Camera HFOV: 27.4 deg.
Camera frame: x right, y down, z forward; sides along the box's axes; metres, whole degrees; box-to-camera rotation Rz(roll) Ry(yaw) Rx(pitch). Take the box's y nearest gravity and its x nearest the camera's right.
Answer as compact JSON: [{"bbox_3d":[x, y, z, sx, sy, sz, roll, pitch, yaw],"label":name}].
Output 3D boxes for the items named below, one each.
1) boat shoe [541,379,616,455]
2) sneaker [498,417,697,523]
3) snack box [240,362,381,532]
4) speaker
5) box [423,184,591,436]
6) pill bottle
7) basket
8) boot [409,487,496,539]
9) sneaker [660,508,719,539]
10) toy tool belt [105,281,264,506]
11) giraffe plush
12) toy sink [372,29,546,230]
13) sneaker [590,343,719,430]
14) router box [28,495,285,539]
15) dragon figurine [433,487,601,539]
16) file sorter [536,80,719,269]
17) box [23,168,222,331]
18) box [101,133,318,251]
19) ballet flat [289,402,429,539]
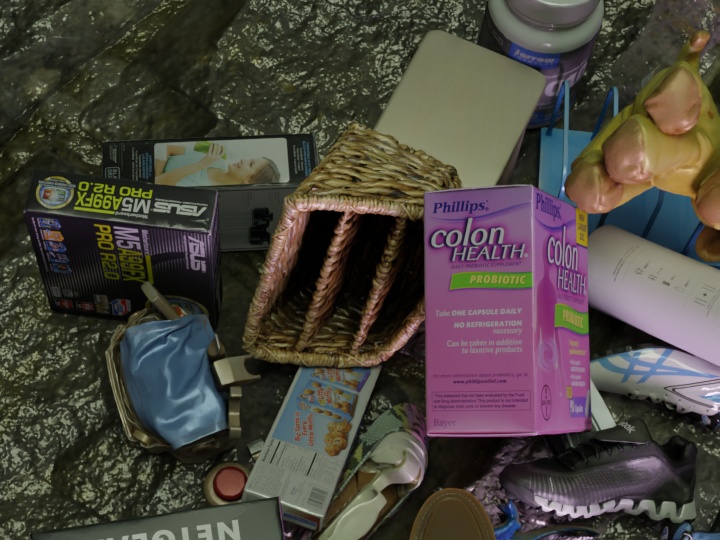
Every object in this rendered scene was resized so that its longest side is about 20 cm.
[{"bbox_3d":[0.162,0.098,1.362,0.068,0.072,0.200,-25,74,-17],"label":"boat shoe"},{"bbox_3d":[0.213,0.169,1.289,0.200,0.066,0.091,8,100,-22],"label":"sneaker"},{"bbox_3d":[-0.040,0.142,1.303,0.072,0.024,0.200,17,39,5],"label":"snack box"},{"bbox_3d":[0.290,0.027,1.341,0.200,0.081,0.081,26,61,38],"label":"speaker"},{"bbox_3d":[0.128,0.039,1.252,0.097,0.176,0.200,-4,83,23],"label":"box"},{"bbox_3d":[0.176,-0.237,1.457,0.114,0.200,0.114,2,63,-3],"label":"pill bottle"},{"bbox_3d":[0.000,0.000,1.306,0.143,0.200,0.149,27,39,7],"label":"basket"},{"bbox_3d":[0.084,0.290,1.205,0.077,0.155,0.200,-12,68,0],"label":"boot"},{"bbox_3d":[0.272,0.268,1.269,0.200,0.079,0.089,-32,84,-27],"label":"sneaker"},{"bbox_3d":[-0.148,0.114,1.298,0.125,0.123,0.200,-22,67,-14],"label":"toy tool belt"},{"bbox_3d":[0.298,-0.092,1.305,0.162,0.173,0.200,42,40,-1],"label":"giraffe plush"},{"bbox_3d":[0.080,-0.109,1.435,0.130,0.112,0.200,24,69,8],"label":"toy sink"},{"bbox_3d":[0.296,0.108,1.365,0.200,0.072,0.073,5,78,4],"label":"sneaker"},{"bbox_3d":[-0.162,0.244,1.216,0.200,0.149,0.051,-7,64,-8],"label":"router box"},{"bbox_3d":[0.102,0.249,1.281,0.200,0.059,0.100,10,65,6],"label":"dragon figurine"},{"bbox_3d":[0.280,-0.095,1.436,0.200,0.123,0.139,6,63,-1],"label":"file sorter"},{"bbox_3d":[-0.205,-0.014,1.316,0.160,0.200,0.044,8,63,-1],"label":"box"},{"bbox_3d":[-0.140,-0.070,1.398,0.200,0.117,0.060,-3,60,-4],"label":"box"},{"bbox_3d":[0.010,0.194,1.289,0.069,0.071,0.200,47,62,-9],"label":"ballet flat"}]
